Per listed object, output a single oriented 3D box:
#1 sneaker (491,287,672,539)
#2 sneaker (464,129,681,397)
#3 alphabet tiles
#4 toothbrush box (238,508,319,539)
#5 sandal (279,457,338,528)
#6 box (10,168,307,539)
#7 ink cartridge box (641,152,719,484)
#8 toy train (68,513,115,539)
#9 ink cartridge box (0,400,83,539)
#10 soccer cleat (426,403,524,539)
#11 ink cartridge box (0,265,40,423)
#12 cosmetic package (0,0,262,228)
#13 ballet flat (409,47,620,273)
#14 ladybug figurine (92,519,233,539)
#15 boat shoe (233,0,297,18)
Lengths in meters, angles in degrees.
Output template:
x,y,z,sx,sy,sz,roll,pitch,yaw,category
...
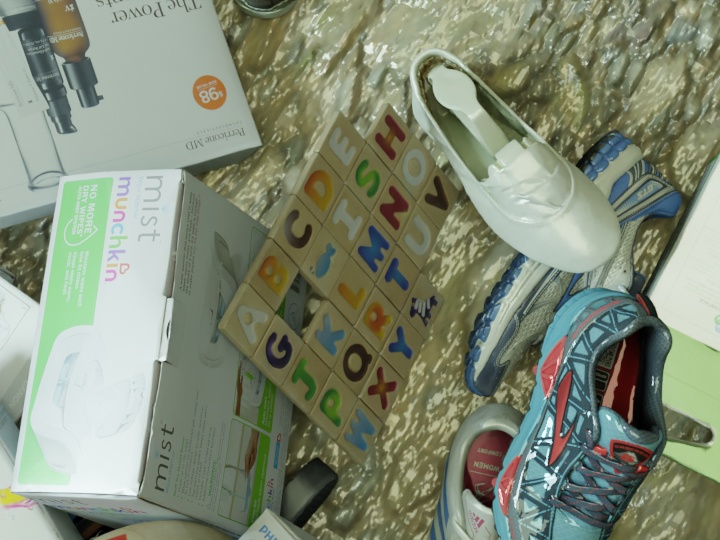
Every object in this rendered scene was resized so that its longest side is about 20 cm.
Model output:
x,y,z,sx,sy,sz,roll,pitch,yaw,category
0.141,0.109,1.096,0.079,0.096,0.200,12,88,-22,sneaker
0.144,0.008,1.181,0.085,0.077,0.200,35,89,0,sneaker
0.000,0.000,1.152,0.008,0.167,0.200,6,59,41,alphabet tiles
-0.072,0.266,1.126,0.200,0.146,0.085,-47,58,0,toothbrush box
-0.094,0.201,1.182,0.043,0.076,0.200,39,78,11,sandal
-0.117,0.060,1.106,0.097,0.176,0.200,-1,73,25,box
0.239,0.032,1.182,0.104,0.059,0.200,27,88,4,ink cartridge box
-0.223,0.206,1.179,0.200,0.087,0.114,-40,95,-2,toy train
-0.261,0.162,1.087,0.147,0.086,0.200,-29,95,-3,ink cartridge box
0.072,0.185,1.165,0.070,0.086,0.200,9,87,3,soccer cleat
-0.298,0.080,1.184,0.176,0.045,0.200,34,88,21,ink cartridge box
-0.183,-0.122,1.174,0.200,0.052,0.151,-18,88,-25,cosmetic package
0.090,-0.075,1.150,0.069,0.069,0.200,-39,56,-1,ballet flat
-0.143,0.230,1.021,0.200,0.072,0.136,-44,90,2,ladybug figurine
-0.055,-0.276,1.212,0.072,0.060,0.202,7,87,2,boat shoe
